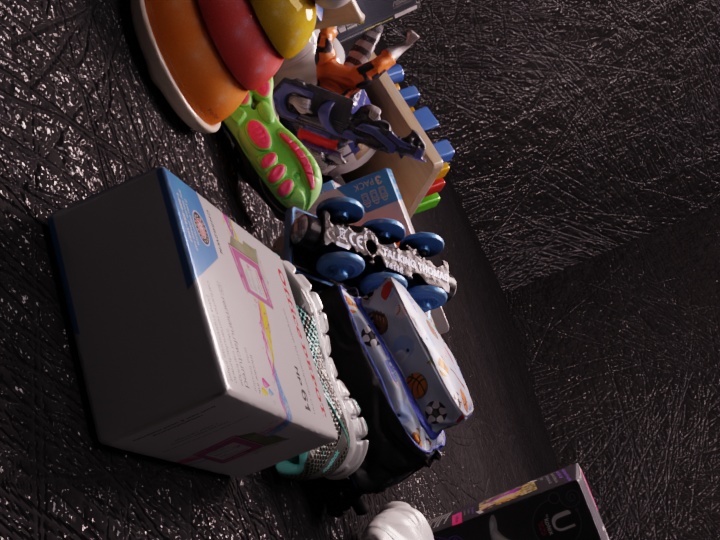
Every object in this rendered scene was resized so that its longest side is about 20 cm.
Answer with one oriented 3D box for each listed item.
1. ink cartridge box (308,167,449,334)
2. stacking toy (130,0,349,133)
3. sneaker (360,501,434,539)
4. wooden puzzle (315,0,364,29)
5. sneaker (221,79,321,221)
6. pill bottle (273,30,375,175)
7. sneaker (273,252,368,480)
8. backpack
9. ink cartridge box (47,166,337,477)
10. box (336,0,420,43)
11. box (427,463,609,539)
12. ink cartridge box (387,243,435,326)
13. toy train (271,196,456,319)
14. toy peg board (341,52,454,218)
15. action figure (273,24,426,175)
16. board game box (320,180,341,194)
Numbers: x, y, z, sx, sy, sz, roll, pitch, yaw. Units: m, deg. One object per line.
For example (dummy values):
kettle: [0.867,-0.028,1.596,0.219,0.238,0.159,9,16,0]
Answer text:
ink cartridge box: [0.017,-0.002,1.302,0.068,0.114,0.202,-33,101,-84]
stacking toy: [-0.088,-0.222,1.001,0.146,0.198,0.148,-22,90,-80]
sneaker: [0.047,0.310,1.002,0.080,0.070,0.202,-14,79,-64]
wooden puzzle: [-0.112,-0.268,1.062,0.200,0.183,0.047,49,41,-56]
sneaker: [-0.108,-0.134,1.129,0.202,0.076,0.084,65,-26,19]
pill bottle: [-0.056,-0.223,1.413,0.112,0.110,0.201,-102,165,-46]
sneaker: [-0.063,0.073,0.885,0.202,0.077,0.091,62,24,9]
backpack: [0.011,0.100,1.020,0.191,0.152,0.202,65,1,-80]
ink cartridge box: [-0.098,0.042,0.723,0.200,0.084,0.146,45,25,-68]
box: [-0.023,-0.454,1.815,0.051,0.198,0.159,-24,92,-86]
box: [0.156,0.297,1.176,0.106,0.198,0.124,2,66,-78]
ink cartridge box: [0.022,0.059,1.233,0.050,0.108,0.202,21,47,-76]
toy train: [0.000,0.000,1.111,0.198,0.114,0.088,20,55,-35]
toy peg board: [0.052,-0.177,1.546,0.201,0.097,0.200,59,-31,17]
action figure: [-0.002,-0.194,1.315,0.198,0.195,0.105,27,4,-2]
board game box: [-0.005,-0.029,1.471,0.200,0.040,0.155,12,56,-78]
